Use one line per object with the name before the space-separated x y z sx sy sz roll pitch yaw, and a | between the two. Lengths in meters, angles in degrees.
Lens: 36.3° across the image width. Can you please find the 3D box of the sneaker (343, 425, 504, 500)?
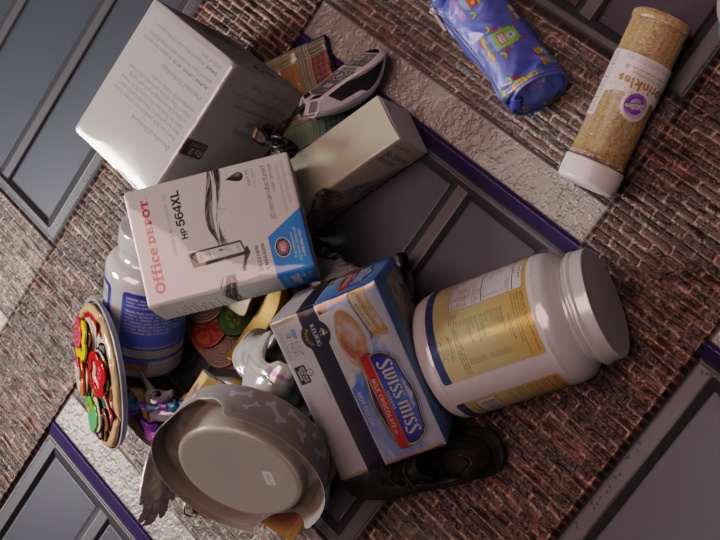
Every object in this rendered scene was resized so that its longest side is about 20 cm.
sneaker | 0.060 0.223 1.258 0.200 0.091 0.076 -21 82 28

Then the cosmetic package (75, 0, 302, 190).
cosmetic package | -0.219 -0.203 1.410 0.165 0.165 0.200 41 104 26

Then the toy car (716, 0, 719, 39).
toy car | 0.432 -0.282 1.091 0.200 0.175 0.150 -62 26 9

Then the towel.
towel | -0.114 -0.211 1.458 0.200 0.022 0.147 -22 74 26

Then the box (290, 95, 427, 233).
box | -0.023 -0.127 1.361 0.200 0.082 0.068 -33 68 24

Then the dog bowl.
dog bowl | -0.124 0.204 1.198 0.200 0.200 0.059 -10 36 29

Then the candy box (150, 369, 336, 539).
candy box | -0.135 0.220 1.310 0.200 0.056 0.117 34 84 -12

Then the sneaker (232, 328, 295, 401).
sneaker | -0.101 0.107 1.288 0.075 0.200 0.100 28 105 -15

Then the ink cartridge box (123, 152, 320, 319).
ink cartridge box | -0.162 -0.039 1.295 0.200 0.084 0.146 -15 79 0

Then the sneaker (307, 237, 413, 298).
sneaker | 0.000 0.000 1.342 0.115 0.075 0.200 -42 75 13

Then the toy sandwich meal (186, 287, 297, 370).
toy sandwich meal | -0.165 0.030 1.426 0.205 0.070 0.206 -4 81 29

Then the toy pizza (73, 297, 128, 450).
toy pizza | -0.343 0.135 1.420 0.200 0.032 0.201 27 121 58

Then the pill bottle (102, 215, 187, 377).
pill bottle | -0.277 0.030 1.426 0.112 0.112 0.200 32 126 29

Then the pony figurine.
pony figurine | -0.204 0.219 1.392 0.200 0.167 0.193 -3 82 8

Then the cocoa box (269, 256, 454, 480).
cocoa box | 0.010 0.106 1.233 0.131 0.133 0.200 -22 98 15

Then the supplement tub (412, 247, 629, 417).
supplement tub | 0.173 0.066 1.184 0.200 0.144 0.145 -21 73 26

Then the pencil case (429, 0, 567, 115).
pencil case | 0.155 -0.269 1.277 0.087 0.078 0.200 -29 66 -8

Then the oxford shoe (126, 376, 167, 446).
oxford shoe | -0.319 0.168 1.510 0.200 0.071 0.074 55 132 26

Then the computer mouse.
computer mouse | -0.040 -0.205 1.364 0.200 0.044 0.110 -38 23 -12

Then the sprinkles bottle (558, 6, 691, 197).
sprinkles bottle | 0.286 -0.183 1.196 0.068 0.068 0.200 27 97 30
